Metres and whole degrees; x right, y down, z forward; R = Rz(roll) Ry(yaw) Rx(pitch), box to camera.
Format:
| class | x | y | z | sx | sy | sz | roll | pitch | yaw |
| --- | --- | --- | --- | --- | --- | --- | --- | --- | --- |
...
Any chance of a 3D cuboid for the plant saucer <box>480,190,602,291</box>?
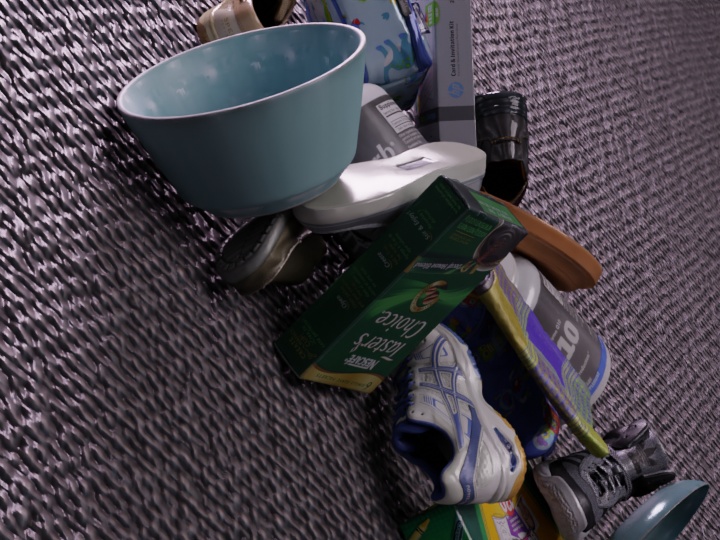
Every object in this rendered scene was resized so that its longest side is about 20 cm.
| class | x | y | z | sx | sy | sz | roll | pitch | yaw |
| --- | --- | --- | --- | --- | --- | --- | --- | --- | --- |
| plant saucer | 0.142 | -0.029 | 1.950 | 0.200 | 0.200 | 0.032 | 37 | 77 | -46 |

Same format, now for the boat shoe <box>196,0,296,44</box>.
| class | x | y | z | sx | sy | sz | roll | pitch | yaw |
| --- | --- | --- | --- | --- | --- | --- | --- | --- | --- |
| boat shoe | -0.087 | -0.239 | 1.796 | 0.071 | 0.064 | 0.200 | 55 | 24 | -17 |

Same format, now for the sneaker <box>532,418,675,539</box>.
| class | x | y | z | sx | sy | sz | roll | pitch | yaw |
| --- | --- | --- | --- | --- | --- | --- | --- | --- | --- |
| sneaker | 0.220 | 0.183 | 1.780 | 0.076 | 0.114 | 0.200 | 63 | 7 | 3 |

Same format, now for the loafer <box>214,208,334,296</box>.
| class | x | y | z | sx | sy | sz | roll | pitch | yaw |
| --- | --- | --- | --- | --- | --- | --- | --- | --- | --- |
| loafer | -0.058 | -0.023 | 1.613 | 0.070 | 0.075 | 0.200 | 54 | 24 | -9 |

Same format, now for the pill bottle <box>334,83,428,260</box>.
| class | x | y | z | sx | sy | sz | roll | pitch | yaw |
| --- | --- | --- | --- | --- | --- | --- | --- | --- | --- |
| pill bottle | 0.003 | -0.090 | 1.737 | 0.200 | 0.116 | 0.116 | 50 | 22 | 5 |

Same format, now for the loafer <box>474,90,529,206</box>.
| class | x | y | z | sx | sy | sz | roll | pitch | yaw |
| --- | --- | --- | --- | --- | --- | --- | --- | --- | --- |
| loafer | 0.130 | -0.092 | 1.918 | 0.200 | 0.072 | 0.073 | 80 | 5 | -62 |

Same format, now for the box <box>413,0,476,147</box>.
| class | x | y | z | sx | sy | sz | roll | pitch | yaw |
| --- | --- | --- | --- | --- | --- | --- | --- | --- | --- |
| box | 0.077 | -0.189 | 1.873 | 0.156 | 0.041 | 0.201 | -164 | -108 | -83 |

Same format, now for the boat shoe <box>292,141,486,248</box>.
| class | x | y | z | sx | sy | sz | roll | pitch | yaw |
| --- | --- | --- | --- | --- | --- | --- | --- | --- | --- |
| boat shoe | 0.027 | -0.050 | 1.607 | 0.200 | 0.070 | 0.072 | -18 | 121 | -40 |

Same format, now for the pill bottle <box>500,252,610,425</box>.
| class | x | y | z | sx | sy | sz | roll | pitch | yaw |
| --- | --- | --- | --- | --- | --- | --- | --- | --- | --- |
| pill bottle | 0.146 | 0.055 | 1.910 | 0.200 | 0.114 | 0.114 | 44 | 29 | -36 |

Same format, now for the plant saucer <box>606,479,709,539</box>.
| class | x | y | z | sx | sy | sz | roll | pitch | yaw |
| --- | --- | --- | --- | --- | --- | --- | --- | --- | --- |
| plant saucer | 0.245 | 0.263 | 1.820 | 0.027 | 0.200 | 0.200 | 42 | 17 | 19 |

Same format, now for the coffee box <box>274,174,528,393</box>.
| class | x | y | z | sx | sy | sz | roll | pitch | yaw |
| --- | --- | --- | --- | --- | --- | --- | --- | --- | --- |
| coffee box | 0.035 | 0.015 | 1.610 | 0.044 | 0.200 | 0.123 | 52 | 15 | 26 |

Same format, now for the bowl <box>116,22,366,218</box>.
| class | x | y | z | sx | sy | sz | roll | pitch | yaw |
| --- | --- | --- | --- | --- | --- | --- | --- | --- | --- |
| bowl | -0.082 | -0.111 | 1.549 | 0.201 | 0.200 | 0.105 | -65 | 144 | -62 |

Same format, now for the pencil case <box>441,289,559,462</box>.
| class | x | y | z | sx | sy | sz | roll | pitch | yaw |
| --- | --- | --- | --- | --- | --- | --- | --- | --- | --- |
| pencil case | 0.115 | 0.099 | 1.815 | 0.200 | 0.078 | 0.087 | 57 | 48 | -39 |

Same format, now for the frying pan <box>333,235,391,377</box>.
| class | x | y | z | sx | sy | sz | roll | pitch | yaw |
| --- | --- | --- | --- | --- | --- | --- | --- | --- | --- |
| frying pan | 0.009 | 0.006 | 1.789 | 0.115 | 0.031 | 0.191 | 27 | 45 | -55 |

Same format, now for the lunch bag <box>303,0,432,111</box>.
| class | x | y | z | sx | sy | sz | roll | pitch | yaw |
| --- | --- | --- | --- | --- | --- | --- | --- | --- | --- |
| lunch bag | 0.001 | -0.232 | 1.852 | 0.200 | 0.082 | 0.161 | 104 | -37 | -77 |

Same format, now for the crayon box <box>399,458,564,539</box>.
| class | x | y | z | sx | sy | sz | roll | pitch | yaw |
| --- | --- | --- | --- | --- | --- | --- | --- | --- | --- |
| crayon box | 0.116 | 0.242 | 1.716 | 0.119 | 0.058 | 0.200 | 64 | 23 | 4 |

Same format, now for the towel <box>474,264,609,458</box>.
| class | x | y | z | sx | sy | sz | roll | pitch | yaw |
| --- | --- | --- | --- | --- | --- | --- | --- | --- | --- |
| towel | 0.157 | 0.067 | 1.760 | 0.200 | 0.023 | 0.144 | 55 | 10 | -12 |

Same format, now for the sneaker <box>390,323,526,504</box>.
| class | x | y | z | sx | sy | sz | roll | pitch | yaw |
| --- | --- | --- | --- | --- | --- | --- | --- | --- | --- |
| sneaker | 0.058 | 0.113 | 1.655 | 0.088 | 0.075 | 0.200 | -6 | 43 | -32 |
